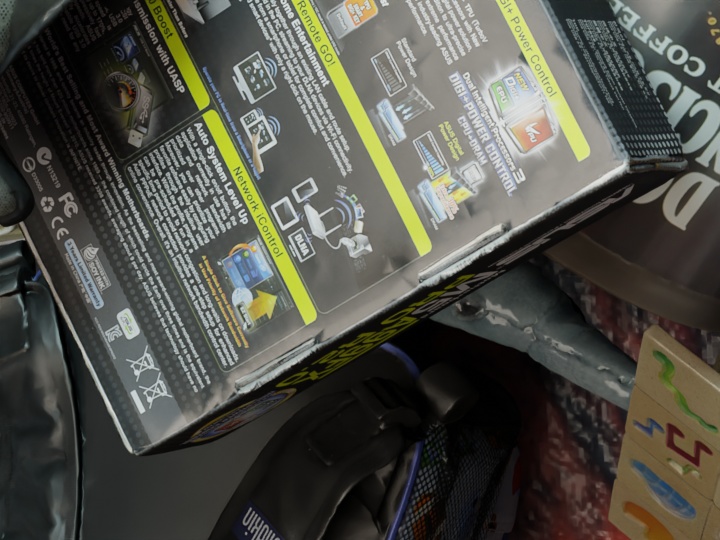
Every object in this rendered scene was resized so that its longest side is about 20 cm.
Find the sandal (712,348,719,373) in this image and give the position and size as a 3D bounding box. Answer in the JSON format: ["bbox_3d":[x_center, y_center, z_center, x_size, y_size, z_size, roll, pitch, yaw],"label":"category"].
[{"bbox_3d":[0.132,0.072,0.906,0.080,0.054,0.200,22,123,30],"label":"sandal"}]

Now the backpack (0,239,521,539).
[{"bbox_3d":[-0.046,0.104,0.969,0.200,0.154,0.191,18,87,35],"label":"backpack"}]

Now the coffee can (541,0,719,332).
[{"bbox_3d":[0.107,-0.105,0.788,0.146,0.146,0.200,41,110,17],"label":"coffee can"}]

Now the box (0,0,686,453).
[{"bbox_3d":[-0.031,-0.076,0.744,0.160,0.044,0.200,-31,80,24],"label":"box"}]

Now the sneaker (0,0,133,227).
[{"bbox_3d":[-0.086,-0.103,0.707,0.084,0.077,0.201,16,96,-8],"label":"sneaker"}]

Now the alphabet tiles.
[{"bbox_3d":[0.140,0.096,0.818,0.166,0.006,0.200,39,159,18],"label":"alphabet tiles"}]

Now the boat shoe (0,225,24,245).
[{"bbox_3d":[-0.142,-0.035,1.059,0.200,0.062,0.072,-21,92,36],"label":"boat shoe"}]

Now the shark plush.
[{"bbox_3d":[0.000,0.000,0.906,0.200,0.083,0.091,38,130,7],"label":"shark plush"}]
